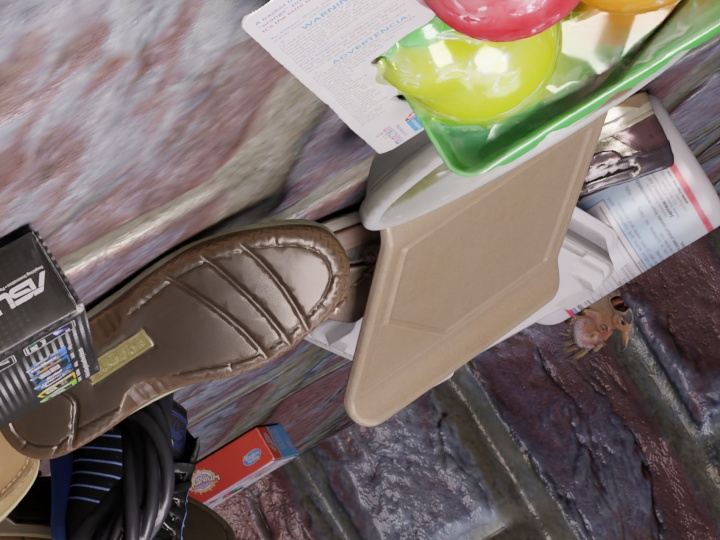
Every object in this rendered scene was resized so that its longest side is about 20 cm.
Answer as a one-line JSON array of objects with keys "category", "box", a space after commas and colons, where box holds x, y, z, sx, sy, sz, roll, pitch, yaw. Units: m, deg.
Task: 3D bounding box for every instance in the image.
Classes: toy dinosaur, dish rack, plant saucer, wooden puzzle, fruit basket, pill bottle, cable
[{"category": "toy dinosaur", "box": [0.203, 0.024, 2.331, 0.086, 0.136, 0.200, -32, 174, 8]}, {"category": "dish rack", "box": [0.063, 0.016, 1.656, 0.200, 0.044, 0.171, -31, 146, 26]}, {"category": "plant saucer", "box": [0.077, -0.090, 1.202, 0.200, 0.050, 0.200, -30, 173, -4]}, {"category": "wooden puzzle", "box": [0.064, -0.016, 1.481, 0.185, 0.037, 0.200, -34, 151, -29]}, {"category": "fruit basket", "box": [0.059, -0.114, 0.872, 0.185, 0.094, 0.200, -32, 158, 8]}, {"category": "pill bottle", "box": [0.151, -0.031, 1.769, 0.200, 0.109, 0.109, -31, 174, 8]}, {"category": "cable", "box": [-0.178, 0.134, 1.352, 0.200, 0.163, 0.051, -32, 136, 15]}]

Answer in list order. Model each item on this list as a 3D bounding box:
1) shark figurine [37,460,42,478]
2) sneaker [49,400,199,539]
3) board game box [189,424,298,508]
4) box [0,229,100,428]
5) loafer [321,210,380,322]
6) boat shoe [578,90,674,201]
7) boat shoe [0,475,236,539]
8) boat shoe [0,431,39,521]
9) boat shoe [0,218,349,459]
[{"category": "shark figurine", "box": [-0.202, 0.117, 1.530, 0.215, 0.128, 0.090, -51, -166, 16]}, {"category": "sneaker", "box": [-0.127, 0.122, 1.393, 0.078, 0.200, 0.070, -36, 137, 21]}, {"category": "board game box", "box": [-0.171, 0.234, 2.661, 0.200, 0.040, 0.153, -32, 174, 5]}, {"category": "box", "box": [-0.208, 0.063, 1.075, 0.193, 0.048, 0.200, -32, 174, -10]}, {"category": "loafer", "box": [0.000, 0.000, 1.494, 0.072, 0.063, 0.200, -36, 172, 36]}, {"category": "boat shoe", "box": [0.120, -0.048, 1.680, 0.200, 0.065, 0.072, -32, 175, 14]}, {"category": "boat shoe", "box": [-0.173, 0.164, 1.471, 0.072, 0.199, 0.068, -71, 170, -61]}, {"category": "boat shoe", "box": [-0.247, 0.126, 1.269, 0.200, 0.074, 0.066, -29, 178, -26]}, {"category": "boat shoe", "box": [-0.098, 0.026, 1.285, 0.199, 0.072, 0.076, -24, -171, 7]}]
